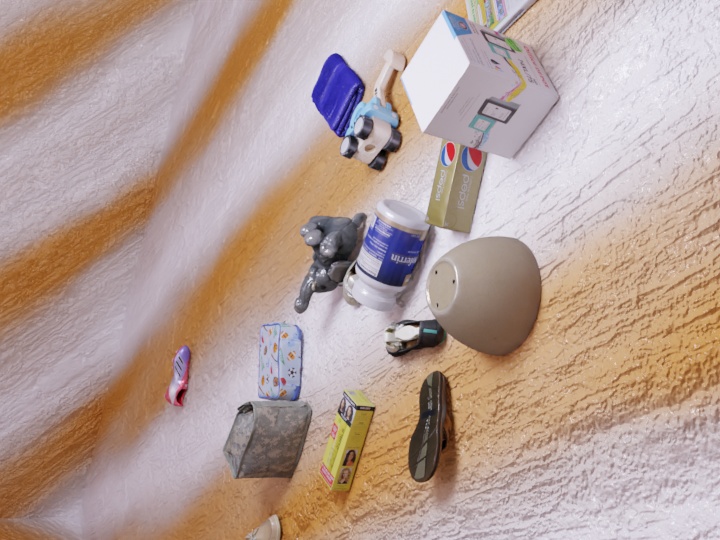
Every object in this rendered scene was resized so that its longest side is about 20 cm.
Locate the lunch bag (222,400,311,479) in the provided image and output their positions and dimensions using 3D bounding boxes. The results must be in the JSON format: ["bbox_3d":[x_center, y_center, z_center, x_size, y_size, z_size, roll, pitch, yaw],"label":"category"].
[{"bbox_3d":[-0.220,0.387,2.003,0.118,0.161,0.203,51,125,48],"label":"lunch bag"}]

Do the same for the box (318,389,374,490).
[{"bbox_3d":[-0.030,0.362,1.790,0.075,0.049,0.204,39,117,56],"label":"box"}]

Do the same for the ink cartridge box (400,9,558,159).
[{"bbox_3d":[0.199,-0.309,1.415,0.147,0.196,0.149,-53,40,37],"label":"ink cartridge box"}]

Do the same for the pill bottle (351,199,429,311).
[{"bbox_3d":[0.056,-0.029,1.678,0.116,0.113,0.204,49,125,53],"label":"pill bottle"}]

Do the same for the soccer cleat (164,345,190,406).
[{"bbox_3d":[-0.594,0.352,2.791,0.075,0.066,0.205,21,96,28],"label":"soccer cleat"}]

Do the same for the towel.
[{"bbox_3d":[-0.062,-0.433,2.058,0.150,0.049,0.201,-67,32,26],"label":"towel"}]

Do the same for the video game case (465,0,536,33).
[{"bbox_3d":[0.257,-0.537,1.551,0.182,0.022,0.205,-37,52,51],"label":"video game case"}]

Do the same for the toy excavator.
[{"bbox_3d":[0.034,-0.356,1.837,0.195,0.098,0.204,-47,36,43],"label":"toy excavator"}]

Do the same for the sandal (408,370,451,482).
[{"bbox_3d":[0.135,0.285,1.526,0.081,0.054,0.204,-28,45,48],"label":"sandal"}]

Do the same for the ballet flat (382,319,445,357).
[{"bbox_3d":[0.085,0.124,1.631,0.199,0.067,0.070,-25,61,56],"label":"ballet flat"}]

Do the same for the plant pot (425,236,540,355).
[{"bbox_3d":[0.187,0.035,1.411,0.199,0.132,0.206,-24,62,57],"label":"plant pot"}]

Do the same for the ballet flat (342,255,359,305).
[{"bbox_3d":[0.000,0.000,1.806,0.067,0.062,0.202,41,124,19],"label":"ballet flat"}]

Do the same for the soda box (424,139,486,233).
[{"bbox_3d":[0.180,-0.176,1.544,0.064,0.066,0.205,21,101,59],"label":"soda box"}]

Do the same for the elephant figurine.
[{"bbox_3d":[-0.071,-0.015,1.899,0.142,0.151,0.204,-65,-24,-56],"label":"elephant figurine"}]

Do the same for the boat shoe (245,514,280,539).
[{"bbox_3d":[-0.255,0.681,2.086,0.202,0.064,0.073,-59,36,34],"label":"boat shoe"}]

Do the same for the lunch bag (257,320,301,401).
[{"bbox_3d":[-0.207,0.226,2.117,0.159,0.074,0.206,-13,72,61],"label":"lunch bag"}]
